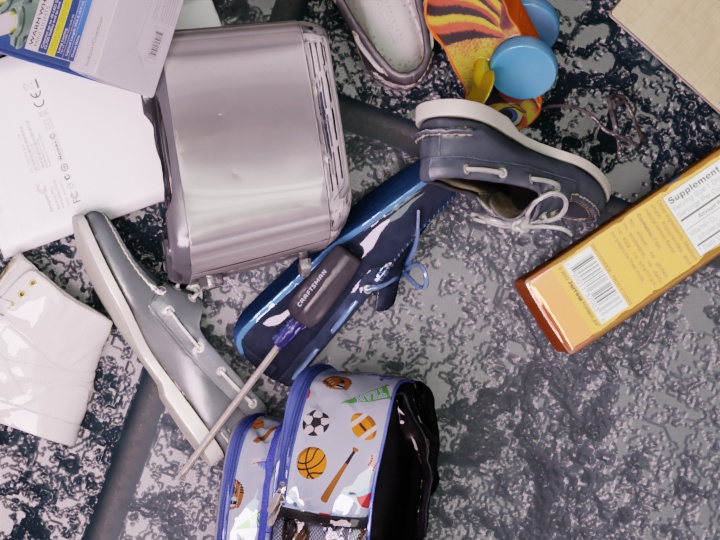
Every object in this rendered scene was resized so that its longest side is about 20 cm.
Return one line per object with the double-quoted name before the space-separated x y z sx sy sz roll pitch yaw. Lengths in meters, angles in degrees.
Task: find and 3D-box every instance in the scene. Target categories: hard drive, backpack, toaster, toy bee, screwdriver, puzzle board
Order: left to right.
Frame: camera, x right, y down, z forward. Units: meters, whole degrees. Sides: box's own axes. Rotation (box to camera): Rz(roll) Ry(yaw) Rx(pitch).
"hard drive" -0.179 -0.105 1.671 0.199 0.027 0.133 -20 94 -4
"toaster" -0.080 -0.090 1.610 0.128 0.114 0.201 -8 82 -8
"screwdriver" -0.069 0.062 1.629 0.029 0.028 0.200 42 97 -1
"backpack" -0.016 0.160 1.625 0.153 0.200 0.192 14 87 8
"toy bee" 0.094 -0.134 1.652 0.108 0.131 0.201 -28 101 26
"puzzle board" 0.297 -0.211 1.714 0.151 0.017 0.200 40 89 -6

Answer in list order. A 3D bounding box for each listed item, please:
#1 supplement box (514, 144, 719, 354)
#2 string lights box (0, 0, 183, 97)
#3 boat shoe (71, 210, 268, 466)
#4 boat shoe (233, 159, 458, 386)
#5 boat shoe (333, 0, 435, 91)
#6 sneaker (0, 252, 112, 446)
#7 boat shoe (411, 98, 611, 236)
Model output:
"supplement box" 0.210 -0.021 1.688 0.199 0.067 0.069 -32 91 -4
"string lights box" -0.206 -0.189 1.588 0.059 0.199 0.103 17 91 -49
"boat shoe" -0.134 0.038 1.661 0.062 0.073 0.201 -32 98 -11
"boat shoe" 0.000 0.000 1.674 0.200 0.084 0.069 -40 102 14
"boat shoe" -0.001 -0.221 1.665 0.073 0.060 0.201 -20 93 -3
"sneaker" -0.273 0.036 1.649 0.199 0.074 0.116 21 88 -15
"boat shoe" 0.106 -0.060 1.628 0.074 0.200 0.062 -4 72 34
